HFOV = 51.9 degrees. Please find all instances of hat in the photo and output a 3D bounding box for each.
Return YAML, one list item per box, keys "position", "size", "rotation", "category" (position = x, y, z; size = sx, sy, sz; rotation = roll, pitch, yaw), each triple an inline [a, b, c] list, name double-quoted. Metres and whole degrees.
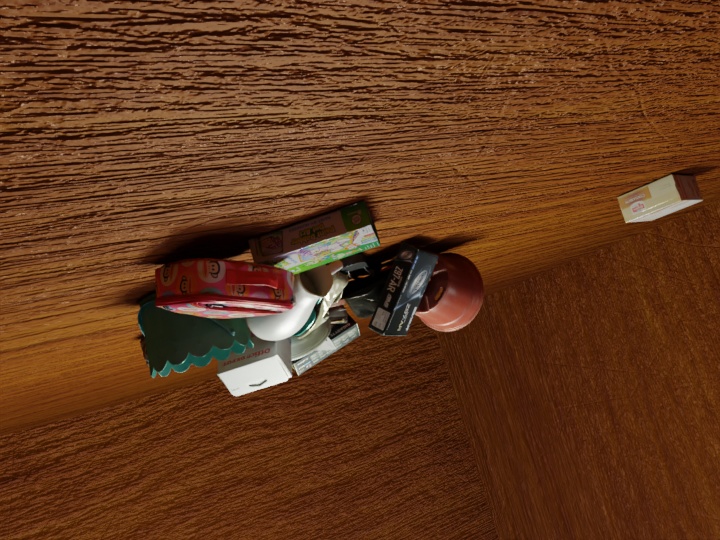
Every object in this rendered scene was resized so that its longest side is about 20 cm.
- position: [0.022, 0.062, 1.718]
  size: [0.197, 0.082, 0.201]
  rotation: [-24, -170, 5]
  category: "hat"

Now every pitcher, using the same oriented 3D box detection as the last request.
- position: [-0.131, 0.051, 1.511]
  size: [0.199, 0.122, 0.171]
  rotation: [-38, 174, 34]
  category: "pitcher"

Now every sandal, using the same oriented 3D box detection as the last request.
- position: [-0.001, 0.000, 1.641]
  size: [0.075, 0.044, 0.200]
  rotation: [-20, 171, 16]
  category: "sandal"

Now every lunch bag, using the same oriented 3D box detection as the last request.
- position: [-0.197, 0.025, 1.134]
  size: [0.174, 0.084, 0.198]
  rotation: [-8, 169, 40]
  category: "lunch bag"

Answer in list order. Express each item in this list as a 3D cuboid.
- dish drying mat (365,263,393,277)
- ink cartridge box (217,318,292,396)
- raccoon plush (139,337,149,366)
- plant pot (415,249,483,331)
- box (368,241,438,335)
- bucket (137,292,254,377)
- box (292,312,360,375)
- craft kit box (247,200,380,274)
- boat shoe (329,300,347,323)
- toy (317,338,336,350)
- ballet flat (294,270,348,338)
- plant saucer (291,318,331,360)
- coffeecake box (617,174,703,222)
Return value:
- position: [0.001, 0.034, 1.843]
  size: [0.197, 0.018, 0.077]
  rotation: [-26, -174, 11]
  category: "dish drying mat"
- position: [-0.231, 0.157, 1.623]
  size: [0.142, 0.202, 0.085]
  rotation: [-19, 133, 9]
  category: "ink cartridge box"
- position: [-0.431, 0.181, 1.777]
  size: [0.131, 0.099, 0.199]
  rotation: [-13, 174, 25]
  category: "raccoon plush"
- position: [0.181, 0.041, 1.819]
  size: [0.197, 0.205, 0.194]
  rotation: [-21, 163, 23]
  category: "plant pot"
- position: [0.098, 0.045, 1.658]
  size: [0.043, 0.204, 0.160]
  rotation: [24, -176, 22]
  category: "box"
- position: [-0.307, 0.103, 1.363]
  size: [0.203, 0.138, 0.207]
  rotation: [-18, 171, -3]
  category: "bucket"
- position: [-0.122, 0.165, 1.941]
  size: [0.198, 0.159, 0.047]
  rotation: [-31, 131, -15]
  category: "box"
- position: [-0.069, -0.046, 1.230]
  size: [0.193, 0.050, 0.200]
  rotation: [-16, 171, 5]
  category: "craft kit box"
- position: [-0.130, 0.125, 1.878]
  size: [0.197, 0.062, 0.072]
  rotation: [-13, 177, -6]
  category: "boat shoe"
- position: [-0.167, 0.158, 1.831]
  size: [0.195, 0.048, 0.116]
  rotation: [-7, 149, 17]
  category: "toy"
- position: [-0.086, 0.077, 1.630]
  size: [0.069, 0.070, 0.202]
  rotation: [-8, 140, -47]
  category: "ballet flat"
- position: [-0.167, 0.134, 1.733]
  size: [0.195, 0.051, 0.202]
  rotation: [-11, -149, 7]
  category: "plant saucer"
- position: [0.792, -0.189, 1.949]
  size: [0.152, 0.075, 0.198]
  rotation: [-24, 169, 39]
  category: "coffeecake box"
